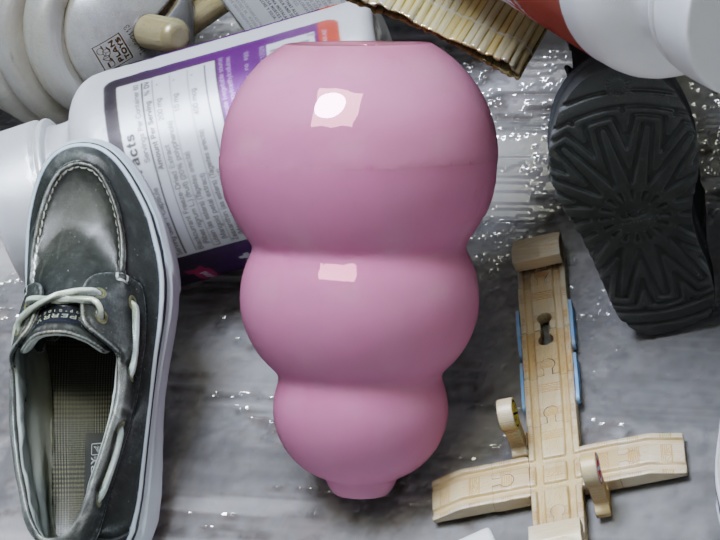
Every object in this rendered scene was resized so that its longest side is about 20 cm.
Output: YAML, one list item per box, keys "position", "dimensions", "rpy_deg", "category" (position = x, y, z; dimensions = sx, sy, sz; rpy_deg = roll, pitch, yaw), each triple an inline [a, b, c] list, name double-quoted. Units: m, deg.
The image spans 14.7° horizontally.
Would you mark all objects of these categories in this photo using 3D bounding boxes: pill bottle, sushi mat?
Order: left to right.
- position: [-0.075, -0.053, 1.355]
  dimensions: [0.199, 0.112, 0.112]
  rpy_deg: [-15, 44, 8]
  category: "pill bottle"
- position: [0.071, -0.176, 1.278]
  dimensions: [0.095, 0.012, 0.200]
  rpy_deg: [24, 57, 11]
  category: "sushi mat"
- position: [0.105, -0.147, 1.146]
  dimensions: [0.112, 0.112, 0.200]
  rpy_deg: [-36, 41, -14]
  category: "pill bottle"

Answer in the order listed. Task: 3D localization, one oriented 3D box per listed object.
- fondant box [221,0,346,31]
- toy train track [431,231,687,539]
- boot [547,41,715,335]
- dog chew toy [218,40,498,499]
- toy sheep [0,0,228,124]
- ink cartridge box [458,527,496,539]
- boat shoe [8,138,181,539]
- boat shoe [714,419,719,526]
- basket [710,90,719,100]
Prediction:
- position: [0.033, -0.199, 1.425]
  dimensions: [0.199, 0.058, 0.145]
  rpy_deg: [-23, 26, 30]
  category: "fondant box"
- position: [0.082, 0.051, 1.247]
  dimensions: [0.114, 0.033, 0.201]
  rpy_deg: [-12, 44, 11]
  category: "toy train track"
- position: [0.119, -0.097, 1.282]
  dimensions: [0.065, 0.165, 0.201]
  rpy_deg: [-6, 46, 8]
  category: "boot"
- position: [0.000, 0.000, 1.234]
  dimensions: [0.124, 0.201, 0.125]
  rpy_deg: [-1, 6, 0]
  category: "dog chew toy"
- position: [-0.143, -0.134, 1.449]
  dimensions: [0.138, 0.138, 0.200]
  rpy_deg: [-44, 26, -21]
  category: "toy sheep"
- position: [-0.013, 0.200, 1.116]
  dimensions: [0.199, 0.068, 0.115]
  rpy_deg: [-24, 43, -1]
  category: "ink cartridge box"
- position: [-0.122, 0.033, 1.259]
  dimensions: [0.072, 0.071, 0.201]
  rpy_deg: [-9, 76, 15]
  category: "boat shoe"
- position: [0.183, 0.048, 1.182]
  dimensions: [0.070, 0.070, 0.201]
  rpy_deg: [-5, 46, 17]
  category: "boat shoe"
- position: [0.234, -0.121, 1.255]
  dimensions: [0.139, 0.199, 0.177]
  rpy_deg: [-46, 24, 40]
  category: "basket"
